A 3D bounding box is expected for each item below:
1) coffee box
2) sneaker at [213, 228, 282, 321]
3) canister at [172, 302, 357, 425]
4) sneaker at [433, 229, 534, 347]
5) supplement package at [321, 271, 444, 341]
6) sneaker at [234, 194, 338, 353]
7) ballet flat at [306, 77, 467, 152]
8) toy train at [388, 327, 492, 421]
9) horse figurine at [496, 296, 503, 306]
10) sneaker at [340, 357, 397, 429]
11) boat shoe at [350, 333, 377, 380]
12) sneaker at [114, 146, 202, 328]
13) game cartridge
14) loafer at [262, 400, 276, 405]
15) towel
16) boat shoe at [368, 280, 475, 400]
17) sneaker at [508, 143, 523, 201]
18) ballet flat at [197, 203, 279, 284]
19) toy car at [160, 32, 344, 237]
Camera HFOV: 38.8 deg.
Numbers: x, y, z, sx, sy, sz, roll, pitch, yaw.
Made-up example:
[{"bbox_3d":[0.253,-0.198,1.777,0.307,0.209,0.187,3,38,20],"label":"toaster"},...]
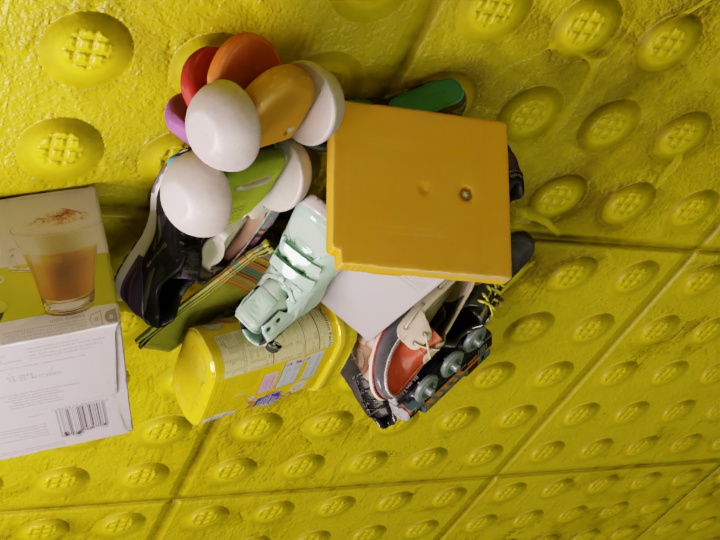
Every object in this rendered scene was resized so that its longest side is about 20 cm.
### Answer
[{"bbox_3d":[-0.360,0.058,1.091,0.197,0.199,0.201,-9,142,-15],"label":"coffee box"},{"bbox_3d":[-0.164,0.015,1.257,0.200,0.077,0.085,-43,129,16],"label":"sneaker"},{"bbox_3d":[-0.119,0.105,1.250,0.198,0.087,0.149,-14,148,-34],"label":"canister"},{"bbox_3d":[0.157,0.031,1.322,0.200,0.085,0.075,-42,126,-2],"label":"sneaker"},{"bbox_3d":[0.034,-0.027,1.173,0.117,0.117,0.200,38,144,-6],"label":"supplement package"},{"bbox_3d":[-0.079,0.012,1.110,0.118,0.074,0.201,-44,164,-34],"label":"sneaker"},{"bbox_3d":[0.024,-0.155,1.125,0.198,0.075,0.075,-13,143,-9],"label":"ballet flat"},{"bbox_3d":[0.114,0.135,1.489,0.200,0.085,0.114,-42,149,-20],"label":"toy train"},{"bbox_3d":[0.091,0.031,1.397,0.198,0.050,0.134,-15,123,6],"label":"horse figurine"},{"bbox_3d":[0.017,0.166,1.513,0.075,0.091,0.200,-24,143,8],"label":"sneaker"},{"bbox_3d":[0.015,0.092,1.355,0.076,0.072,0.200,-46,175,-15],"label":"boat shoe"},{"bbox_3d":[-0.192,-0.032,1.115,0.075,0.087,0.202,8,113,-48],"label":"sneaker"},{"bbox_3d":[0.061,-0.080,1.063,0.198,0.179,0.032,5,165,-16],"label":"game cartridge"},{"bbox_3d":[-0.090,0.095,1.399,0.200,0.070,0.075,-43,115,10],"label":"loafer"},{"bbox_3d":[-0.165,0.035,1.188,0.199,0.018,0.086,-36,160,10],"label":"towel"},{"bbox_3d":[0.076,0.071,1.243,0.062,0.201,0.071,8,147,41],"label":"boat shoe"},{"bbox_3d":[0.123,-0.067,1.255,0.075,0.088,0.200,7,136,-36],"label":"sneaker"},{"bbox_3d":[-0.134,-0.060,1.135,0.069,0.071,0.201,34,118,3],"label":"ballet flat"},{"bbox_3d":[-0.127,-0.140,1.004,0.174,0.150,0.201,-25,153,-47],"label":"toy car"}]
